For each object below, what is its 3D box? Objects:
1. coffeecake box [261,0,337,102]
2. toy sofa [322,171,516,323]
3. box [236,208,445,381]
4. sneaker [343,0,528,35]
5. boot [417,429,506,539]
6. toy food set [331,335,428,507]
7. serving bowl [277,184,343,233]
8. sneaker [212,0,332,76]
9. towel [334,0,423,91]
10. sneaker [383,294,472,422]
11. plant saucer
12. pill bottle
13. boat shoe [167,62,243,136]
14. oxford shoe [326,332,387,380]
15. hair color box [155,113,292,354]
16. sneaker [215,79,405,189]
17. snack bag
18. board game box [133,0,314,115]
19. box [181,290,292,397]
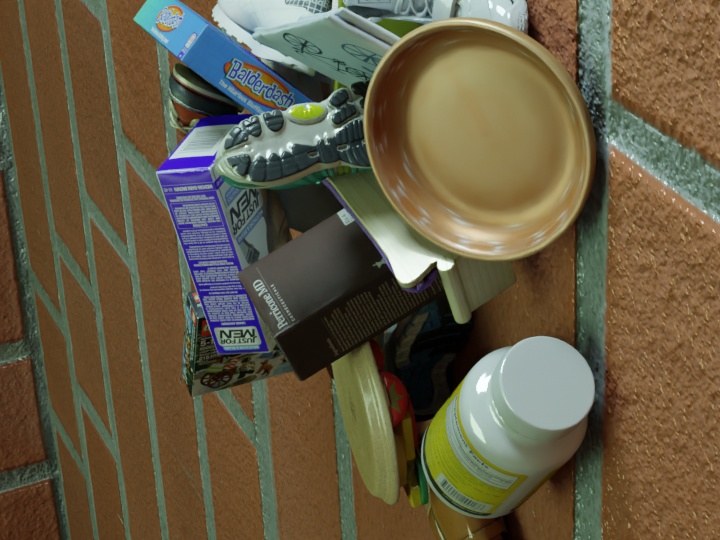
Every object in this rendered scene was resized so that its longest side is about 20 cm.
[{"bbox_3d":[-0.031,-0.187,1.872,0.200,0.073,0.154,-150,51,-64],"label":"coffeecake box"},{"bbox_3d":[0.039,-0.047,1.630,0.200,0.097,0.083,51,170,36],"label":"toy sofa"},{"bbox_3d":[0.000,0.000,1.716,0.100,0.200,0.075,55,177,44],"label":"box"},{"bbox_3d":[0.052,-0.220,1.555,0.200,0.114,0.075,-128,34,-49],"label":"sneaker"},{"bbox_3d":[0.108,0.225,1.784,0.200,0.073,0.155,91,160,-66],"label":"boot"},{"bbox_3d":[0.014,0.124,1.788,0.200,0.048,0.199,-120,19,-60],"label":"toy food set"},{"bbox_3d":[-0.074,-0.084,1.937,0.066,0.199,0.200,-67,26,3],"label":"serving bowl"},{"bbox_3d":[-0.077,-0.243,1.785,0.200,0.076,0.081,38,111,57],"label":"sneaker"},{"bbox_3d":[0.016,-0.187,1.727,0.018,0.086,0.201,-122,26,-47],"label":"towel"},{"bbox_3d":[0.052,0.062,1.825,0.200,0.075,0.087,105,151,-53],"label":"sneaker"},{"bbox_3d":[0.097,-0.105,1.502,0.199,0.037,0.201,13,118,26],"label":"plant saucer"},{"bbox_3d":[0.127,0.130,1.601,0.200,0.111,0.112,121,131,-63],"label":"pill bottle"},{"bbox_3d":[-0.158,-0.158,1.871,0.071,0.063,0.200,37,-177,3],"label":"boat shoe"},{"bbox_3d":[0.024,0.124,1.960,0.070,0.075,0.200,34,156,40],"label":"oxford shoe"},{"bbox_3d":[-0.117,-0.033,1.792,0.109,0.064,0.201,-58,-41,-52],"label":"hair color box"},{"bbox_3d":[-0.026,-0.108,1.591,0.080,0.199,0.078,128,131,-73],"label":"sneaker"},{"bbox_3d":[0.019,-0.172,1.619,0.021,0.188,0.200,-68,20,-6],"label":"snack bag"},{"bbox_3d":[-0.123,-0.192,1.792,0.152,0.045,0.200,35,-177,-27],"label":"board game box"},{"bbox_3d":[-0.088,0.057,2.007,0.137,0.199,0.038,100,150,-50],"label":"box"}]
